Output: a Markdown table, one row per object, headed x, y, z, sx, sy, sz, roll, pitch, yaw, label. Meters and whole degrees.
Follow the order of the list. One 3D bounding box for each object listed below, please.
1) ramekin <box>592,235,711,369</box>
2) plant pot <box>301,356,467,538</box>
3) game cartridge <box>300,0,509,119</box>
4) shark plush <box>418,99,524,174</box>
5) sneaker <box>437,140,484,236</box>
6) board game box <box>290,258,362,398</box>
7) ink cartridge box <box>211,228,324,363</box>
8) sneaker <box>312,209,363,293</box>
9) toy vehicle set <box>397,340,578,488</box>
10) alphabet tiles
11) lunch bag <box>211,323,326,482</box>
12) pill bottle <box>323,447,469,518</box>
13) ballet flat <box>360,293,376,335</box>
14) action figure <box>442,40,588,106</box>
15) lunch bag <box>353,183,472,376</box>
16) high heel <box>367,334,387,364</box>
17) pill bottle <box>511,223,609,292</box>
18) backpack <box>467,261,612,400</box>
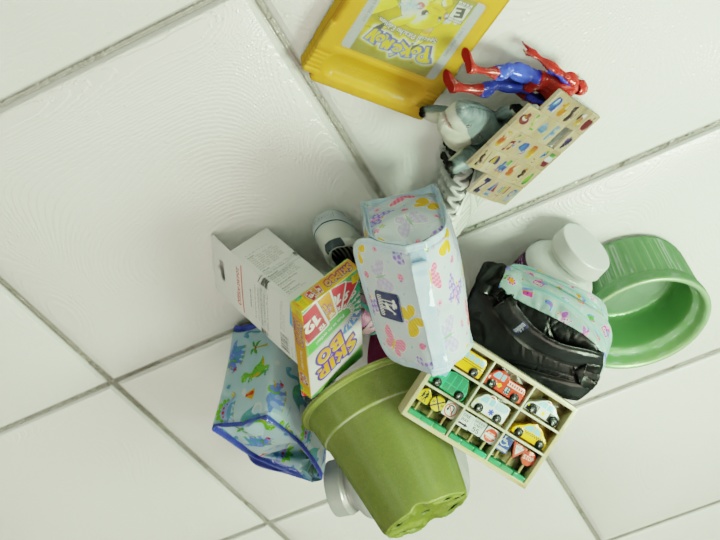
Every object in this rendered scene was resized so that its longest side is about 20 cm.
| x | y | z | sx | sy | sz | roll | pitch | yaw | label |
| --- | --- | --- | --- | --- | --- | --- | --- | --- | --- |
| 0.396 | 0.043 | 1.678 | 0.198 | 0.098 | 0.201 | -7 | 138 | -6 | ramekin |
| 0.049 | 0.241 | 1.533 | 0.198 | 0.191 | 0.201 | -23 | 156 | -11 | plant pot |
| 0.049 | -0.271 | 1.306 | 0.175 | 0.033 | 0.200 | 15 | 131 | -27 | game cartridge |
| 0.164 | -0.167 | 1.377 | 0.198 | 0.092 | 0.083 | 6 | 146 | -36 | shark plush |
| 0.133 | -0.096 | 1.492 | 0.080 | 0.076 | 0.201 | -5 | 139 | -20 | sneaker |
| -0.040 | 0.081 | 1.447 | 0.095 | 0.030 | 0.201 | -38 | 151 | -25 | board game box |
| -0.108 | 0.028 | 1.523 | 0.068 | 0.200 | 0.117 | -34 | 147 | -29 | ink cartridge box |
| 0.000 | 0.000 | 1.561 | 0.073 | 0.071 | 0.200 | -30 | 136 | 20 | sneaker |
| 0.162 | 0.175 | 1.471 | 0.199 | 0.027 | 0.125 | 32 | 95 | -14 | toy vehicle set |
| 0.200 | -0.148 | 1.405 | 0.167 | 0.008 | 0.199 | -43 | 159 | 18 | alphabet tiles |
| -0.106 | 0.187 | 1.656 | 0.126 | 0.172 | 0.200 | -13 | 143 | 33 | lunch bag |
| 0.051 | 0.300 | 1.694 | 0.198 | 0.113 | 0.113 | -15 | 139 | 16 | pill bottle |
| -0.033 | 0.048 | 1.570 | 0.071 | 0.199 | 0.069 | 48 | 70 | -19 | ballet flat |
| 0.192 | -0.226 | 1.364 | 0.198 | 0.052 | 0.066 | 5 | 144 | -32 | action figure |
| 0.065 | 0.011 | 1.391 | 0.126 | 0.200 | 0.171 | -14 | 113 | 2 | lunch bag |
| 0.069 | 0.074 | 1.557 | 0.067 | 0.096 | 0.201 | 27 | 95 | -17 | high heel |
| 0.252 | 0.030 | 1.619 | 0.111 | 0.113 | 0.200 | 18 | 130 | -29 | pill bottle |
| 0.230 | 0.078 | 1.513 | 0.198 | 0.127 | 0.168 | 22 | 136 | 4 | backpack |
